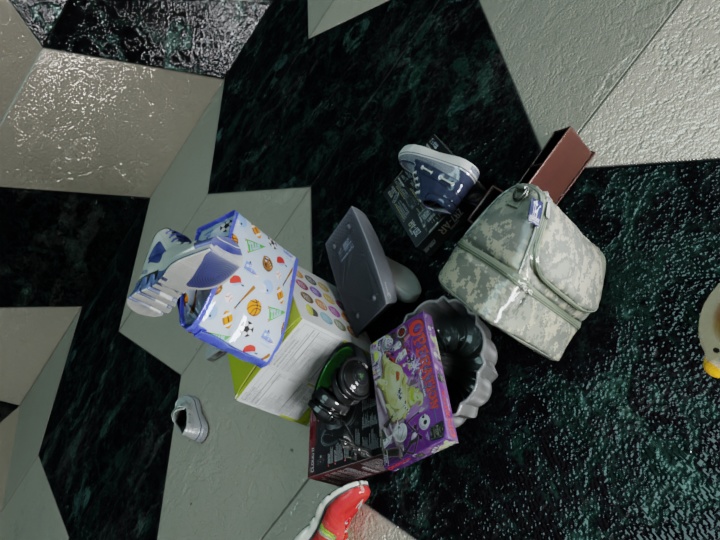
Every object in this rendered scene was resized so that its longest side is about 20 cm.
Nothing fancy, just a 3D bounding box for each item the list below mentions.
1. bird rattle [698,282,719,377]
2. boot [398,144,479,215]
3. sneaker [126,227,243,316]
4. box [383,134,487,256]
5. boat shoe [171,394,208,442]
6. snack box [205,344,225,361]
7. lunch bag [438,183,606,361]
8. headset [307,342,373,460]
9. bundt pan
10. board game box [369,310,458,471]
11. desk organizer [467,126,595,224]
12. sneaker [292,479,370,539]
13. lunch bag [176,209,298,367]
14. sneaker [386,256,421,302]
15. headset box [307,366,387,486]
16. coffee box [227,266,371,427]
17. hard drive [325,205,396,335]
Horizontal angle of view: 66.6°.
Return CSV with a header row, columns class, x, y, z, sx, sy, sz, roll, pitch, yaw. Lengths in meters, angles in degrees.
class,x,y,z,sx,sy,sz,roll,pitch,yaw
bird rattle,0.417,0.034,0.548,0.162,0.111,0.204,-32,39,57
boot,0.117,-0.164,0.989,0.091,0.072,0.199,-56,37,-5
sneaker,-0.268,-0.022,0.818,0.196,0.080,0.117,-25,51,25
box,0.137,-0.149,1.055,0.161,0.043,0.201,-48,38,18
boat shoe,-0.450,0.368,1.409,0.198,0.066,0.075,18,80,54
snack box,-0.390,0.147,1.521,0.071,0.024,0.204,-32,44,35
lunch bag,0.222,0.000,0.719,0.170,0.198,0.139,-58,36,5
headset,-0.022,0.207,0.880,0.124,0.093,0.201,-49,21,21
bundt pan,0.128,0.148,0.838,0.200,0.075,0.206,-31,45,36
board game box,0.072,0.174,0.806,0.119,0.032,0.203,-33,44,27
desk organizer,0.264,-0.129,0.858,0.202,0.076,0.072,-55,36,8
sneaker,-0.036,0.421,0.874,0.202,0.076,0.085,-58,46,16
lunch bag,-0.203,0.039,0.903,0.122,0.169,0.204,-20,52,32
sneaker,0.044,0.026,1.049,0.200,0.072,0.084,40,128,49
headset box,-0.010,0.266,0.929,0.198,0.076,0.152,-32,44,35
coffee box,-0.122,0.137,1.051,0.201,0.196,0.201,-49,37,15
hard drive,0.000,0.000,1.011,0.135,0.042,0.204,-49,52,46
